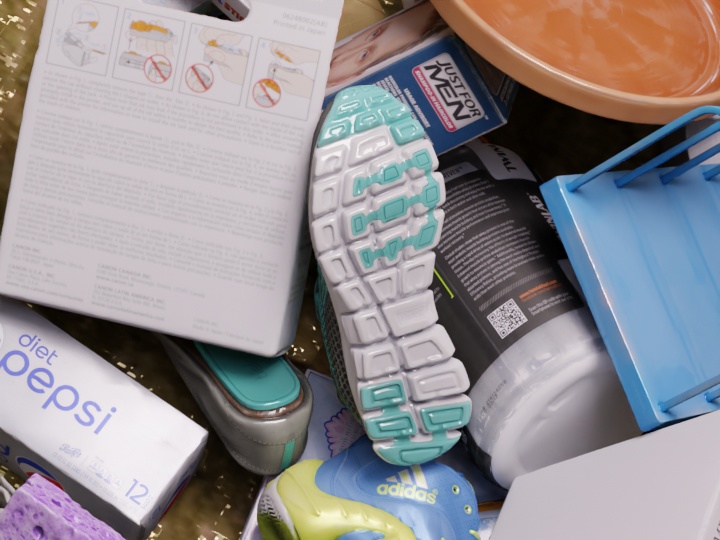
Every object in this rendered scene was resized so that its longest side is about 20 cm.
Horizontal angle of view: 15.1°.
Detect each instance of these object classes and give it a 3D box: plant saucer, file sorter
[{"bbox_3d":[0.119,-0.147,1.437,0.200,0.032,0.200,15,41,-13],"label":"plant saucer"},{"bbox_3d":[0.219,-0.011,1.437,0.200,0.123,0.139,-6,71,-52],"label":"file sorter"}]

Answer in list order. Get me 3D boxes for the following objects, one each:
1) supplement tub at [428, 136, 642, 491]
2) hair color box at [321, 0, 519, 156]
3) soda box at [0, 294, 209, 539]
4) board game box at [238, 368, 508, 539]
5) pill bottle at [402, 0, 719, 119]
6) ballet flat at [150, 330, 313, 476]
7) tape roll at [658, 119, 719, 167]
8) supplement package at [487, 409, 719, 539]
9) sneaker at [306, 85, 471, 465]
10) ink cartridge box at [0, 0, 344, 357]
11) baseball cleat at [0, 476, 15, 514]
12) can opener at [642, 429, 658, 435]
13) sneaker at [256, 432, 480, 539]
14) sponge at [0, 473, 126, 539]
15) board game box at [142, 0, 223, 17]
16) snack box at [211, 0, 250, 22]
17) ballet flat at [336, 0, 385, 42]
[{"bbox_3d":[0.074,0.014,1.501,0.122,0.123,0.200,-21,54,-18],"label":"supplement tub"},{"bbox_3d":[-0.012,-0.081,1.480,0.061,0.200,0.100,58,23,-18],"label":"hair color box"},{"bbox_3d":[-0.183,0.067,1.481,0.200,0.063,0.068,34,67,5],"label":"soda box"},{"bbox_3d":[0.026,0.181,1.482,0.199,0.041,0.200,23,65,0],"label":"board game box"},{"bbox_3d":[0.133,-0.162,1.574,0.200,0.116,0.116,22,62,27],"label":"pill bottle"},{"bbox_3d":[-0.087,0.037,1.507,0.067,0.064,0.200,-17,46,-20],"label":"ballet flat"},{"bbox_3d":[0.281,-0.063,1.621,0.200,0.066,0.201,4,66,-8],"label":"tape roll"},{"bbox_3d":[0.168,0.204,1.373,0.200,0.151,0.152,53,38,-21],"label":"supplement package"},{"bbox_3d":[0.000,0.000,1.427,0.077,0.091,0.200,-11,105,-21],"label":"sneaker"},{"bbox_3d":[-0.098,-0.068,1.436,0.160,0.047,0.200,13,98,10],"label":"ink cartridge box"},{"bbox_3d":[-0.157,0.183,1.399,0.200,0.106,0.070,40,74,23],"label":"baseball cleat"},{"bbox_3d":[0.165,0.096,1.530,0.053,0.067,0.200,-21,72,-17],"label":"can opener"},{"bbox_3d":[0.043,0.162,1.429,0.105,0.076,0.200,-39,78,-23],"label":"sneaker"},{"bbox_3d":[-0.176,0.208,1.365,0.112,0.030,0.200,38,110,0],"label":"sponge"},{"bbox_3d":[-0.081,-0.236,1.647,0.200,0.034,0.135,-33,77,-21],"label":"board game box"},{"bbox_3d":[-0.016,-0.211,1.602,0.072,0.024,0.200,43,58,11],"label":"snack box"},{"bbox_3d":[-0.070,-0.109,1.579,0.200,0.069,0.063,-21,86,-17],"label":"ballet flat"}]
